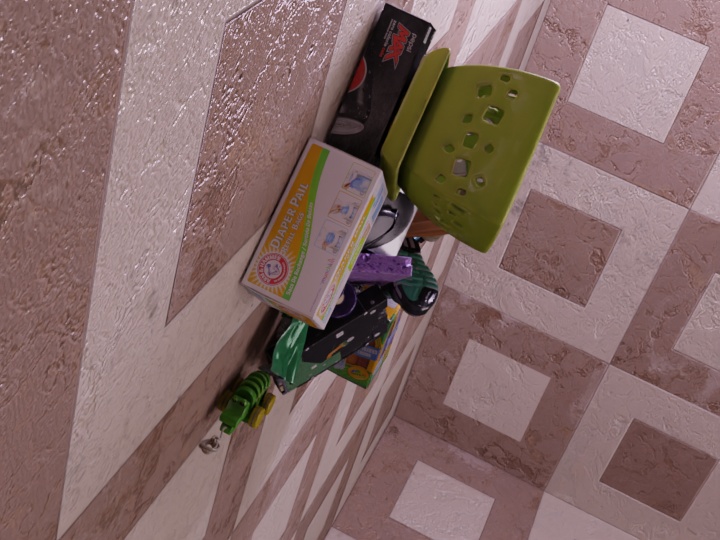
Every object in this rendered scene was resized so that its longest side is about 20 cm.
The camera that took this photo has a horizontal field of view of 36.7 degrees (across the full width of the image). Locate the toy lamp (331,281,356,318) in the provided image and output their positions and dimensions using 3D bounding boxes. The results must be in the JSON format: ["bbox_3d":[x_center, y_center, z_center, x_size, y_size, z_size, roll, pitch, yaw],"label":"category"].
[{"bbox_3d":[-0.037,0.033,1.496,0.059,0.058,0.200,-65,172,-3],"label":"toy lamp"}]

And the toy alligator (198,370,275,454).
[{"bbox_3d":[-0.158,0.178,1.442,0.055,0.059,0.200,-69,170,23],"label":"toy alligator"}]

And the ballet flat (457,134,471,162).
[{"bbox_3d":[0.115,-0.170,1.618,0.201,0.072,0.072,-49,176,19],"label":"ballet flat"}]

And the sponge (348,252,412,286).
[{"bbox_3d":[0.000,0.000,1.579,0.200,0.109,0.030,156,-63,-78],"label":"sponge"}]

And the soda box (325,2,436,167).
[{"bbox_3d":[0.026,-0.236,1.404,0.063,0.070,0.203,-17,131,-79],"label":"soda box"}]

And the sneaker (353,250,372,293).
[{"bbox_3d":[-0.019,0.035,1.723,0.200,0.059,0.105,-51,-152,41],"label":"sneaker"}]

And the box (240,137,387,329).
[{"bbox_3d":[-0.054,-0.042,1.346,0.113,0.100,0.202,58,56,-79],"label":"box"}]

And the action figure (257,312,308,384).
[{"bbox_3d":[-0.090,0.053,1.535,0.118,0.054,0.203,71,38,-75],"label":"action figure"}]

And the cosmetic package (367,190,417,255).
[{"bbox_3d":[0.032,-0.129,1.555,0.112,0.081,0.202,25,92,-45],"label":"cosmetic package"}]

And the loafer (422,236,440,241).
[{"bbox_3d":[0.114,-0.153,1.828,0.068,0.203,0.075,-18,180,38],"label":"loafer"}]

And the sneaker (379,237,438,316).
[{"bbox_3d":[0.069,0.028,1.678,0.201,0.073,0.088,-98,-154,-57],"label":"sneaker"}]

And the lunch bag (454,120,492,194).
[{"bbox_3d":[0.134,-0.200,1.701,0.118,0.161,0.203,-111,-161,-63],"label":"lunch bag"}]

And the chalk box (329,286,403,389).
[{"bbox_3d":[-0.007,0.117,1.955,0.124,0.123,0.202,-51,161,-58],"label":"chalk box"}]

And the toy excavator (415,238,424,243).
[{"bbox_3d":[0.041,-0.059,1.858,0.199,0.100,0.194,-37,180,-23],"label":"toy excavator"}]

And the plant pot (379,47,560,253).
[{"bbox_3d":[0.131,-0.161,1.409,0.199,0.179,0.202,85,30,-80],"label":"plant pot"}]

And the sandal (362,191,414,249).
[{"bbox_3d":[-0.002,-0.056,1.472,0.198,0.043,0.077,-19,120,-34],"label":"sandal"}]

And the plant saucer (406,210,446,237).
[{"bbox_3d":[0.128,-0.074,1.666,0.200,0.197,0.033,3,82,-80],"label":"plant saucer"}]

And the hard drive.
[{"bbox_3d":[-0.049,0.107,1.656,0.198,0.038,0.140,-32,159,-11],"label":"hard drive"}]
